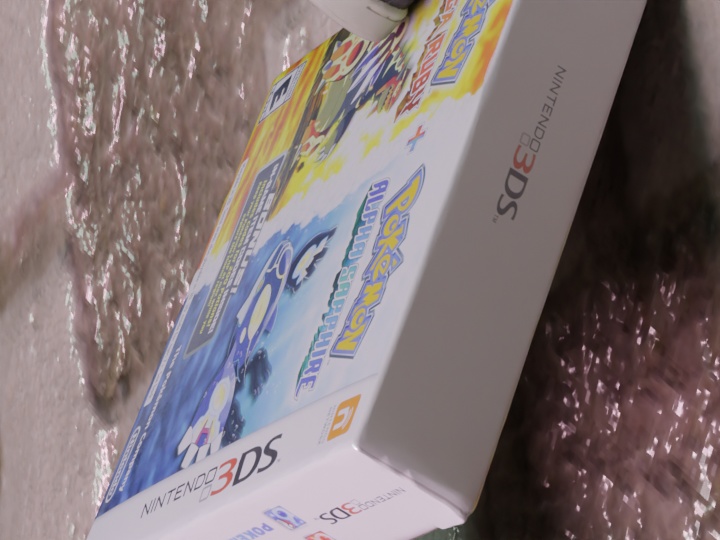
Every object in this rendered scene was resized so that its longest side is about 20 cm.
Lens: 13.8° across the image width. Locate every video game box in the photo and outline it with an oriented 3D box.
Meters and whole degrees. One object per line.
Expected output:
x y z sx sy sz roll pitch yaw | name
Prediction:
0.000 0.000 0.883 0.182 0.047 0.200 -28 36 54 | video game box

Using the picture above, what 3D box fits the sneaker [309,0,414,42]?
0.010 -0.158 0.938 0.106 0.075 0.200 -44 34 15 | sneaker
